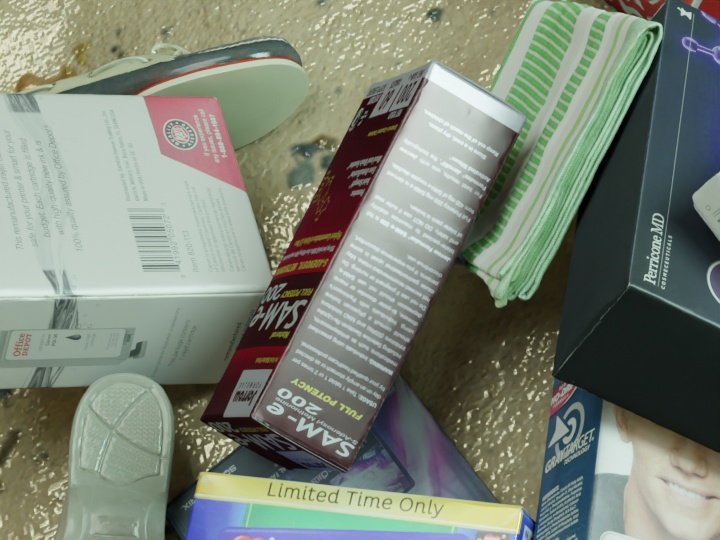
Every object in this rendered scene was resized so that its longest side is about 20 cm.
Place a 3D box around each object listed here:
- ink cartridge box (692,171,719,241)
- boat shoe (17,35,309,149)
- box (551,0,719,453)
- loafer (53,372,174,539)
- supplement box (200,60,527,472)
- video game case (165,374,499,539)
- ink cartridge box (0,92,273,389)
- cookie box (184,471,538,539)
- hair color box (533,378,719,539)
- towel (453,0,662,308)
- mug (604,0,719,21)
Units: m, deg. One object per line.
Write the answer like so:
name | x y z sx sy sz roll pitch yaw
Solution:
ink cartridge box | 0.279 -0.008 1.332 0.200 0.043 0.198 -34 85 -26
boat shoe | -0.122 -0.095 1.687 0.199 0.071 0.063 -20 50 20
box | 0.177 -0.014 1.397 0.079 0.141 0.201 123 165 -44
loafer | -0.132 0.156 1.542 0.072 0.063 0.201 11 74 0
supplement box | 0.000 0.000 1.496 0.201 0.061 0.109 -64 14 -11
video game case | 0.001 0.144 1.501 0.143 0.019 0.200 -39 50 0
ink cartridge box | -0.162 -0.017 1.577 0.199 0.083 0.147 -1 49 -22
cookie box | -0.010 0.206 1.405 0.170 0.075 0.201 4 69 21
hair color box | 0.138 0.118 1.388 0.061 0.100 0.201 -44 32 55
towel | 0.085 -0.064 1.488 0.153 0.023 0.200 -63 12 4
mug | 0.174 -0.211 1.570 0.177 0.133 0.200 -38 54 3
